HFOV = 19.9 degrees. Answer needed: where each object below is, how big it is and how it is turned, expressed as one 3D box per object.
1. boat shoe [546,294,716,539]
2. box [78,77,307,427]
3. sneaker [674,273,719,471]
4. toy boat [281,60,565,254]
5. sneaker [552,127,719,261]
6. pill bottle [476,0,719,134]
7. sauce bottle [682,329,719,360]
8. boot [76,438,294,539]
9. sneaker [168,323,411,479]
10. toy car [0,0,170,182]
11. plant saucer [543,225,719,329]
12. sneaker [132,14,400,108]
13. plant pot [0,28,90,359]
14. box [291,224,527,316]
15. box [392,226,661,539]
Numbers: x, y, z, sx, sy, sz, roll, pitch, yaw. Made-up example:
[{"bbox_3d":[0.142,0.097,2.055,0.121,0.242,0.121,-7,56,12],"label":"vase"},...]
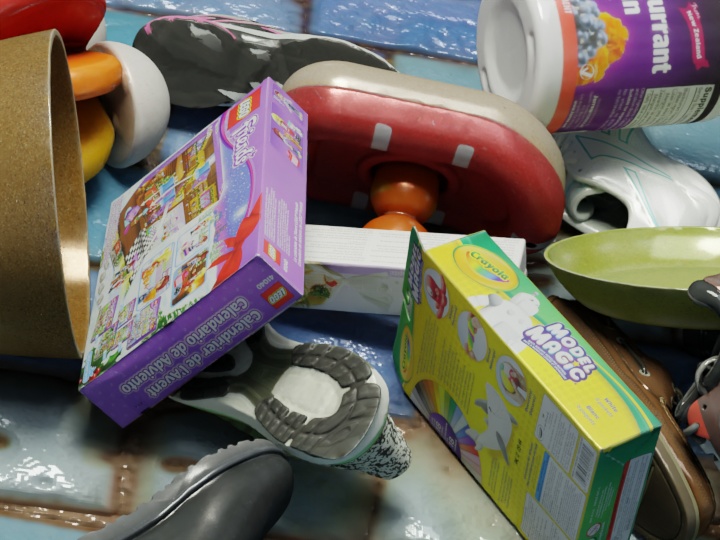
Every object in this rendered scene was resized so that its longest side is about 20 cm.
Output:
[{"bbox_3d":[0.159,0.079,1.211,0.068,0.072,0.200,-10,44,-27],"label":"boat shoe"},{"bbox_3d":[-0.093,-0.014,1.188,0.039,0.137,0.200,43,24,-25],"label":"box"},{"bbox_3d":[0.217,0.090,1.147,0.082,0.200,0.077,-6,7,6],"label":"sneaker"},{"bbox_3d":[0.030,-0.045,1.310,0.200,0.131,0.131,12,68,-2],"label":"toy boat"},{"bbox_3d":[0.160,-0.074,1.407,0.080,0.071,0.200,-18,49,-31],"label":"sneaker"},{"bbox_3d":[0.188,-0.151,1.365,0.200,0.112,0.112,-6,42,-19],"label":"pill bottle"},{"bbox_3d":[0.293,0.053,1.256,0.200,0.066,0.066,12,30,39],"label":"sauce bottle"},{"bbox_3d":[-0.039,0.186,1.018,0.165,0.066,0.200,-31,53,-33],"label":"boot"},{"bbox_3d":[-0.046,0.074,1.170,0.200,0.089,0.077,29,75,45],"label":"sneaker"},{"bbox_3d":[-0.223,-0.148,1.309,0.175,0.150,0.200,-15,46,-32],"label":"toy car"},{"bbox_3d":[0.211,0.005,1.253,0.200,0.031,0.200,1,12,0],"label":"plant saucer"},{"bbox_3d":[-0.056,-0.140,1.418,0.200,0.080,0.086,19,17,-8],"label":"sneaker"},{"bbox_3d":[-0.261,-0.035,1.158,0.200,0.187,0.187,-5,40,-2],"label":"plant pot"},{"bbox_3d":[0.000,0.000,1.248,0.200,0.039,0.041,4,38,10],"label":"box"},{"bbox_3d":[0.085,0.068,1.164,0.048,0.117,0.200,-20,49,-27],"label":"box"}]
